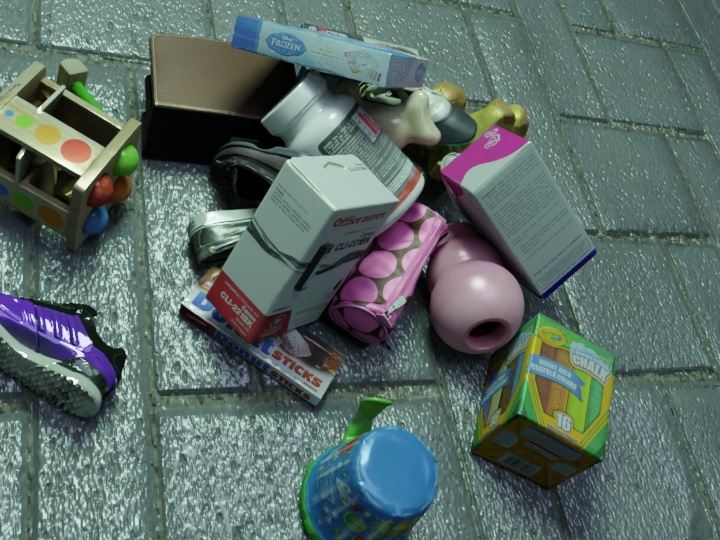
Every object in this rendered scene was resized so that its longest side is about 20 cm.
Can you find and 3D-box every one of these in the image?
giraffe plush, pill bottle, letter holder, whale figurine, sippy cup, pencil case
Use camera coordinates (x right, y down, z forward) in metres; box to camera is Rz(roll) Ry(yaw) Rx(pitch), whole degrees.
[{"bbox_3d":[0.134,-0.210,1.195,0.199,0.173,0.163,-36,64,-2],"label":"giraffe plush"},{"bbox_3d":[-0.023,-0.147,0.993,0.200,0.116,0.116,46,50,-14],"label":"pill bottle"},{"bbox_3d":[-0.191,-0.228,1.067,0.198,0.101,0.143,3,56,-24],"label":"letter holder"},{"bbox_3d":[0.011,-0.191,1.089,0.104,0.198,0.160,-67,138,-61],"label":"whale figurine"},{"bbox_3d":[0.016,0.234,0.846,0.139,0.131,0.179,-23,72,-34],"label":"sippy cup"},{"bbox_3d":[0.043,-0.001,1.003,0.091,0.093,0.201,41,57,-19],"label":"pencil case"}]

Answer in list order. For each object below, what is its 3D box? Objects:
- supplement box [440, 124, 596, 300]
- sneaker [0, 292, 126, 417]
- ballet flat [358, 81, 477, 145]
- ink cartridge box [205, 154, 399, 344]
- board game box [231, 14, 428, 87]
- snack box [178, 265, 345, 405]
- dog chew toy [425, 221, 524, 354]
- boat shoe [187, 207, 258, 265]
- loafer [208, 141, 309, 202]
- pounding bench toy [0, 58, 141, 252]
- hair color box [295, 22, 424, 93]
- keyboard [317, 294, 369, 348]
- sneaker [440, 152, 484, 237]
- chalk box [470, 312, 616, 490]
[{"bbox_3d":[0.208,-0.076,1.039,0.200,0.103,0.101,49,0,-30],"label":"supplement box"},{"bbox_3d":[-0.336,0.064,0.836,0.199,0.070,0.100,37,45,-4],"label":"sneaker"},{"bbox_3d":[0.070,-0.228,1.107,0.199,0.074,0.073,24,44,32],"label":"ballet flat"},{"bbox_3d":[-0.065,-0.027,0.901,0.084,0.201,0.144,44,28,18],"label":"ink cartridge box"},{"bbox_3d":[-0.030,-0.275,1.000,0.197,0.044,0.200,18,17,12],"label":"board game box"},{"bbox_3d":[-0.117,0.078,0.951,0.199,0.024,0.072,35,50,-2],"label":"snack box"},{"bbox_3d":[0.143,0.012,1.057,0.123,0.125,0.201,8,42,-20],"label":"dog chew toy"},{"bbox_3d":[-0.118,-0.042,1.004,0.198,0.071,0.064,-10,64,-22],"label":"boat shoe"},{"bbox_3d":[-0.135,-0.116,0.980,0.063,0.199,0.072,-53,128,-26],"label":"loafer"},{"bbox_3d":[-0.332,-0.152,0.934,0.155,0.124,0.201,29,52,-5],"label":"pounding bench toy"},{"bbox_3d":[-0.003,-0.312,1.232,0.198,0.061,0.101,6,57,-22],"label":"hair color box"},{"bbox_3d":[0.000,0.000,1.059,0.127,0.021,0.201,34,51,-2],"label":"keyboard"},{"bbox_3d":[0.170,-0.090,1.127,0.075,0.087,0.200,-45,120,-6],"label":"sneaker"},{"bbox_3d":[0.238,0.149,1.008,0.124,0.124,0.201,27,52,-7],"label":"chalk box"}]
